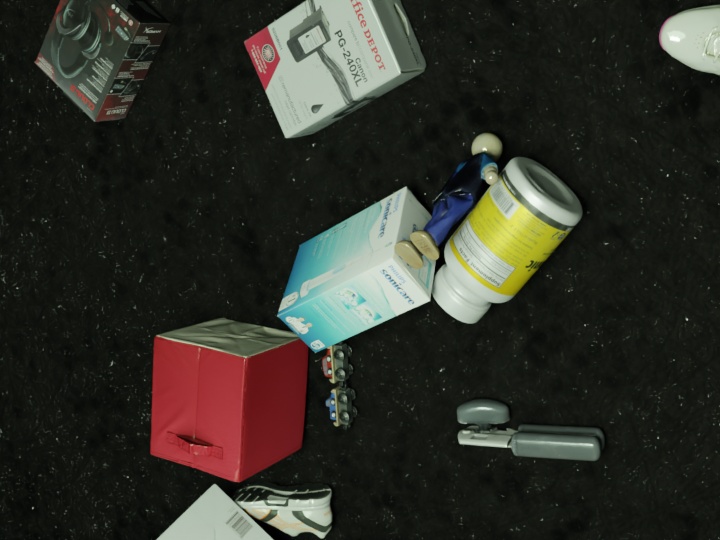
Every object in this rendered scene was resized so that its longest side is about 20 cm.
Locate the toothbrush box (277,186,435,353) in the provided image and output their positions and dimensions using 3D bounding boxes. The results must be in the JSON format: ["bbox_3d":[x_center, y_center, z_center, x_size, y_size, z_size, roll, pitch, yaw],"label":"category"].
[{"bbox_3d":[0.000,0.000,1.138,0.199,0.147,0.085,-28,121,31],"label":"toothbrush box"}]

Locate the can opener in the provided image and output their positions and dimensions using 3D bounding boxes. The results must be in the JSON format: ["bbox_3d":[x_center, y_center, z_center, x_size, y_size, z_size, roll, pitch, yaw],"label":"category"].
[{"bbox_3d":[0.221,0.210,1.137,0.197,0.053,0.068,-3,103,28],"label":"can opener"}]

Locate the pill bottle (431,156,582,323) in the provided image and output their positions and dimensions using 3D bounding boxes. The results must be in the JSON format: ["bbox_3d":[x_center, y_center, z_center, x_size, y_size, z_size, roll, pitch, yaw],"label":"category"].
[{"bbox_3d":[0.173,-0.032,1.064,0.111,0.111,0.201,44,120,11],"label":"pill bottle"}]

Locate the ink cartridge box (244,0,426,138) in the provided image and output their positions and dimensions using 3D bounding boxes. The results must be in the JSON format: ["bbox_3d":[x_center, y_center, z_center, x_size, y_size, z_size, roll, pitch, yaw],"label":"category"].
[{"bbox_3d":[-0.034,-0.284,1.125,0.198,0.083,0.147,-23,92,32],"label":"ink cartridge box"}]

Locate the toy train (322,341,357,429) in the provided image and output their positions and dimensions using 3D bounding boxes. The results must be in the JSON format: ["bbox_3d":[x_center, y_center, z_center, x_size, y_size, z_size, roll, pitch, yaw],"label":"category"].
[{"bbox_3d":[-0.036,0.139,1.270,0.045,0.034,0.203,3,104,32],"label":"toy train"}]

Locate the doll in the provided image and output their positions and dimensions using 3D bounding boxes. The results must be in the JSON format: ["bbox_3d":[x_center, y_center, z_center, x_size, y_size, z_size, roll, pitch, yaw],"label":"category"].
[{"bbox_3d":[0.122,-0.094,1.041,0.048,0.201,0.136,42,151,-10],"label":"doll"}]

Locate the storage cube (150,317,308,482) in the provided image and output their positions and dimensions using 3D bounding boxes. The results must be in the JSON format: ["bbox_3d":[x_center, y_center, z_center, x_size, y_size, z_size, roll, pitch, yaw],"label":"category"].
[{"bbox_3d":[-0.193,0.184,1.279,0.169,0.199,0.183,9,101,27],"label":"storage cube"}]

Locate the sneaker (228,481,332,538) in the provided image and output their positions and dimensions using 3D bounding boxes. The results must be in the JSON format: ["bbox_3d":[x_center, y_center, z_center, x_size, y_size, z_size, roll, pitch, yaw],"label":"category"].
[{"bbox_3d":[-0.132,0.388,1.367,0.198,0.074,0.081,-4,104,30],"label":"sneaker"}]

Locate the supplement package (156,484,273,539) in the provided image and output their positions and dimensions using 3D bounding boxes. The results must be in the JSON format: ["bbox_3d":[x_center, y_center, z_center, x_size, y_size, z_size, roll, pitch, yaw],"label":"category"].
[{"bbox_3d":[-0.243,0.480,1.369,0.151,0.150,0.201,39,142,14],"label":"supplement package"}]

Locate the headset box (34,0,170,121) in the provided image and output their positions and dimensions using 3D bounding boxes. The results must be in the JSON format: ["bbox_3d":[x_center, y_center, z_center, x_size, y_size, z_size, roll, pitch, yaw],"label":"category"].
[{"bbox_3d":[-0.403,-0.341,1.318,0.149,0.077,0.201,43,118,12],"label":"headset box"}]

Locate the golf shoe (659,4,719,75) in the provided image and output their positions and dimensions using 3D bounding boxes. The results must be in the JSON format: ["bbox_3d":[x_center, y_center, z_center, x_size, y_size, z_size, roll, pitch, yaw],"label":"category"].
[{"bbox_3d":[0.409,-0.232,0.893,0.198,0.091,0.076,21,114,24],"label":"golf shoe"}]
